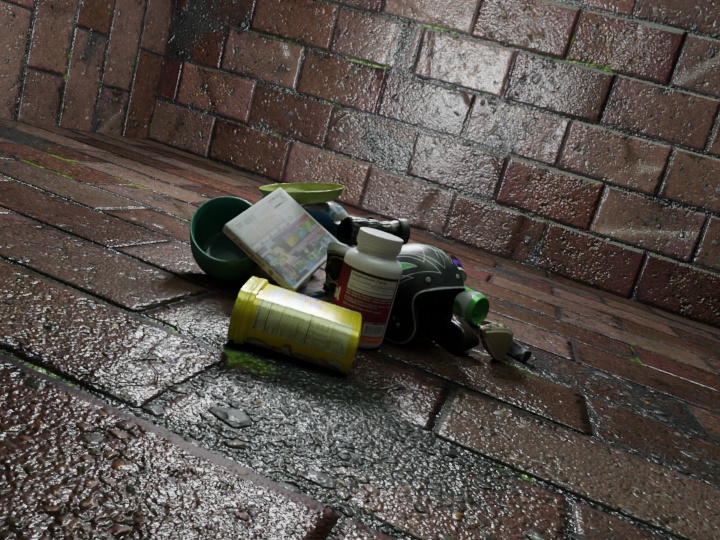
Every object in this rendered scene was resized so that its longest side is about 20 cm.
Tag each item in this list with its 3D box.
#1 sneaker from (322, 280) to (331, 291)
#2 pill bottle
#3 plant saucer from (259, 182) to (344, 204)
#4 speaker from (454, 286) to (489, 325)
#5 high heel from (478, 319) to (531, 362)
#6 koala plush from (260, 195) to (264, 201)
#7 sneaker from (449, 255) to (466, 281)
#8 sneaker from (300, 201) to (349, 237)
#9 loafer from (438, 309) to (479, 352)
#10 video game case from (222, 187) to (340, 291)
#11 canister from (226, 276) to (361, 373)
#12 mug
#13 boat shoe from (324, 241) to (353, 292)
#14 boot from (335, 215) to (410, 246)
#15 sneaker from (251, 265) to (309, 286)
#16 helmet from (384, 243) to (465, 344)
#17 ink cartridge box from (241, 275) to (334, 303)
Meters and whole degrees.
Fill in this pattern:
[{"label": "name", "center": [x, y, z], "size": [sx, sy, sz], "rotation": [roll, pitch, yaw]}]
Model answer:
[{"label": "sneaker", "center": [0.000, 0.000, 1.425], "size": [0.196, 0.084, 0.071], "rotation": [-23, 37, -6]}, {"label": "pill bottle", "center": [0.012, 0.030, 1.142], "size": [0.111, 0.204, 0.113], "rotation": [15, 10, -3]}, {"label": "plant saucer", "center": [-0.133, -0.177, 1.425], "size": [0.195, 0.032, 0.200], "rotation": [-1, 13, 0]}, {"label": "speaker", "center": [0.232, 0.068, 1.590], "size": [0.087, 0.090, 0.199], "rotation": [6, 15, -43]}, {"label": "high heel", "center": [0.272, 0.132, 1.343], "size": [0.199, 0.072, 0.142], "rotation": [29, 6, -45]}, {"label": "koala plush", "center": [-0.151, -0.076, 1.546], "size": [0.183, 0.180, 0.199], "rotation": [35, 18, 26]}, {"label": "sneaker", "center": [0.164, 0.013, 1.567], "size": [0.196, 0.070, 0.101], "rotation": [-15, 42, 5]}, {"label": "sneaker", "center": [-0.094, -0.125, 1.450], "size": [0.081, 0.076, 0.199], "rotation": [57, 20, 20]}, {"label": "loafer", "center": [0.187, 0.119, 1.338], "size": [0.070, 0.074, 0.200], "rotation": [14, 20, -30]}, {"label": "video game case", "center": [-0.151, -0.065, 1.240], "size": [0.182, 0.023, 0.200], "rotation": [42, 38, 1]}, {"label": "canister", "center": [-0.100, 0.088, 1.002], "size": [0.196, 0.088, 0.149], "rotation": [18, 11, -2]}, {"label": "mug", "center": [-0.260, -0.051, 1.279], "size": [0.183, 0.154, 0.115], "rotation": [28, -30, 1]}, {"label": "boat shoe", "center": [-0.037, 0.003, 1.247], "size": [0.069, 0.065, 0.200], "rotation": [18, -17, 8]}, {"label": "boot", "center": [0.011, -0.065, 1.474], "size": [0.155, 0.081, 0.212], "rotation": [-3, -26, -22]}, {"label": "sneaker", "center": [-0.172, 0.002, 1.328], "size": [0.098, 0.077, 0.199], "rotation": [0, -1, -33]}, {"label": "helmet", "center": [0.107, 0.041, 1.251], "size": [0.196, 0.194, 0.200], "rotation": [15, 11, -3]}, {"label": "ink cartridge box", "center": [-0.133, 0.048, 1.259], "size": [0.196, 0.044, 0.174], "rotation": [12, 13, -23]}]
